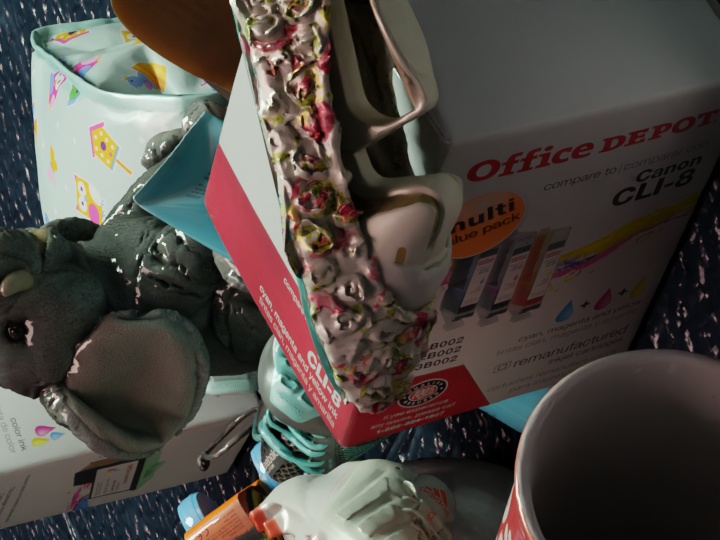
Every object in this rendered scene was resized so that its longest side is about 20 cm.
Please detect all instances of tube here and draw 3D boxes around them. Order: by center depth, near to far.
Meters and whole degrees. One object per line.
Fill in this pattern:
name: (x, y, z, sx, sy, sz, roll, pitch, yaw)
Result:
tube: (0.000, 0.000, 1.288, 0.200, 0.077, 0.050, 30, 125, 4)

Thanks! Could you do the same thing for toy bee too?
toy bee: (-0.034, 0.140, 1.534, 0.131, 0.200, 0.109, -35, 98, 29)

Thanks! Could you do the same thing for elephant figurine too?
elephant figurine: (-0.126, 0.017, 1.370, 0.155, 0.200, 0.142, 59, 171, 0)

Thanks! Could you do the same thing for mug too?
mug: (0.113, 0.159, 1.166, 0.178, 0.133, 0.200, 63, 155, 28)

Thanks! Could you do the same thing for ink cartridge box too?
ink cartridge box: (0.043, -0.055, 1.185, 0.145, 0.145, 0.200, 60, 152, 30)
ink cartridge box: (-0.176, 0.058, 1.660, 0.145, 0.200, 0.084, 66, 151, 22)

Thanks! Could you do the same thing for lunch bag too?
lunch bag: (-0.096, -0.038, 1.532, 0.200, 0.122, 0.170, -144, 46, -63)

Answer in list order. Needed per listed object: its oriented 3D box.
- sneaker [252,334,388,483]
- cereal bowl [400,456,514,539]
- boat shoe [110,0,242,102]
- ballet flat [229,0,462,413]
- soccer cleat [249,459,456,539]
sneaker: (-0.014, 0.065, 1.339, 0.078, 0.091, 0.200, 40, -170, 9)
cereal bowl: (0.015, 0.181, 1.357, 0.200, 0.083, 0.200, -32, 51, 50)
boat shoe: (-0.028, -0.094, 1.341, 0.200, 0.070, 0.070, 42, -162, -13)
ballet flat: (0.001, -0.043, 1.042, 0.064, 0.076, 0.200, -7, 107, 28)
soccer cleat: (0.013, 0.117, 1.241, 0.069, 0.078, 0.200, 67, 167, -16)
